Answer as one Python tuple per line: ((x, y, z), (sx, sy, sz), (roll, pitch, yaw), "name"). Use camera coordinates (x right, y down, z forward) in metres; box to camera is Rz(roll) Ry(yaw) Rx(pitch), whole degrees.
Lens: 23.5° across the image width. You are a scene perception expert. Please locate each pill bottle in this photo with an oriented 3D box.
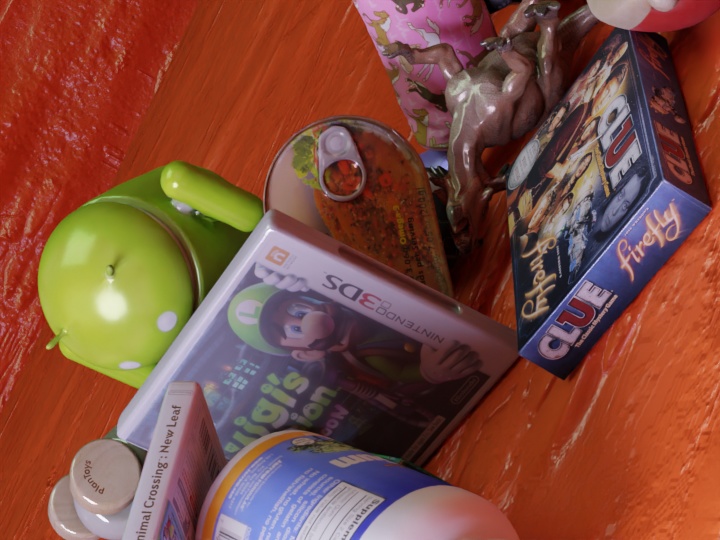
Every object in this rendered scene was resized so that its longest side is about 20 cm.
((0.013, 0.154, 0.866), (0.199, 0.112, 0.113), (13, 74, 50), "pill bottle")

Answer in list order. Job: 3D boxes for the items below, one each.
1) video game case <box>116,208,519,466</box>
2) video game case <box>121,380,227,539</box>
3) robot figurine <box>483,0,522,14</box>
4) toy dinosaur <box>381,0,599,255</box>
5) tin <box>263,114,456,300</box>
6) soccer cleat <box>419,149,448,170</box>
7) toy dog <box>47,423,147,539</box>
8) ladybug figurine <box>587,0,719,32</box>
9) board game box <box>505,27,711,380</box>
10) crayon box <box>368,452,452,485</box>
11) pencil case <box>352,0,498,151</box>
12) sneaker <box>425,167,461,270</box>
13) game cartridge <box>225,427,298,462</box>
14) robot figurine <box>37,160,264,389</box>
((-0.028, 0.072, 1.073), (0.200, 0.180, 0.023), (-51, 22, 33), "video game case")
((-0.093, 0.194, 0.934), (0.201, 0.022, 0.183), (78, -163, -44), "video game case")
((0.126, -0.263, 1.246), (0.149, 0.126, 0.200), (-22, 4, -19), "robot figurine")
((0.102, -0.115, 1.167), (0.199, 0.136, 0.086), (-37, 37, -20), "toy dinosaur")
((0.000, 0.000, 1.134), (0.042, 0.111, 0.203), (133, 125, -83), "tin")
((0.020, -0.047, 1.316), (0.200, 0.076, 0.067), (-43, 24, 50), "soccer cleat")
((-0.125, 0.131, 1.212), (0.200, 0.096, 0.132), (-43, -3, -7), "toy dog")
((0.193, -0.211, 1.041), (0.136, 0.071, 0.201), (-49, 18, 43), "ladybug figurine")
((0.139, -0.048, 1.016), (0.136, 0.034, 0.201), (-53, 18, 28), "board game box")
((-0.014, 0.211, 1.026), (0.202, 0.058, 0.119), (-65, 16, -11), "crayon box")
((0.042, -0.176, 1.204), (0.083, 0.201, 0.086), (-39, 35, -15), "pencil case")
((0.012, 0.015, 1.252), (0.201, 0.073, 0.080), (-56, 40, 42), "sneaker")
((-0.090, 0.203, 1.078), (0.129, 0.038, 0.202), (-23, -48, -48), "game cartridge")
((-0.142, -0.004, 1.175), (0.176, 0.116, 0.200), (-52, -7, 27), "robot figurine")
